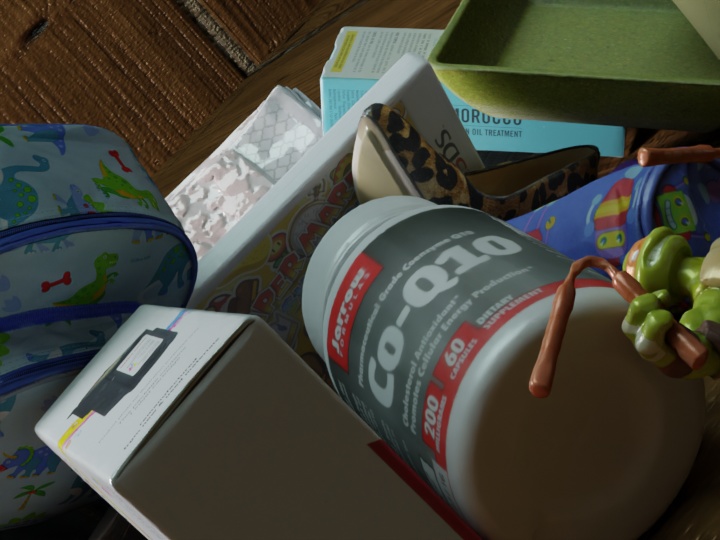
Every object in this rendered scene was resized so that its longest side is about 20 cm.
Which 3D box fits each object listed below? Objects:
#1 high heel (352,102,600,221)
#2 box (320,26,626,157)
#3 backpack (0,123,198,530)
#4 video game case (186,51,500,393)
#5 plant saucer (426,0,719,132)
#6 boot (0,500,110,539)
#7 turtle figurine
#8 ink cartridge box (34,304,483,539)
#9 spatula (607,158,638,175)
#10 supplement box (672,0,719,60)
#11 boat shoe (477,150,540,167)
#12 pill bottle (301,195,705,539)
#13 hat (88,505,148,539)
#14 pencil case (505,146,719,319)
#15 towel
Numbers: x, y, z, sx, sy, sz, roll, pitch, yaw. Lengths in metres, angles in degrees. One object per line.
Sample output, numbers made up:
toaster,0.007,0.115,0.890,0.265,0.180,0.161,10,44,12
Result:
high heel,0.070,-0.066,0.935,0.071,0.200,0.143,28,71,38
box,0.078,-0.119,1.084,0.198,0.050,0.083,4,33,10
backpack,-0.173,0.033,0.840,0.182,0.147,0.201,-8,-41,-36
video game case,0.000,0.000,0.973,0.200,0.182,0.023,-45,47,-10
plant saucer,0.160,-0.143,1.019,0.198,0.048,0.200,5,34,17
boot,-0.188,0.207,0.937,0.200,0.069,0.176,-20,-45,-65
turtle figurine,0.154,0.011,0.582,0.160,0.065,0.200,6,27,31
ink cartridge box,-0.047,0.093,0.691,0.083,0.146,0.200,-49,14,-13
spatula,0.165,-0.029,0.877,0.056,0.021,0.200,-43,14,-4
supplement box,0.220,-0.175,0.774,0.134,0.200,0.200,-42,13,1
boat shoe,0.063,-0.057,1.148,0.200,0.074,0.067,-49,15,-20
pill bottle,0.051,0.037,0.717,0.114,0.114,0.200,-44,27,-6
hat,-0.083,0.149,0.892,0.201,0.081,0.201,-53,-12,-15
pencil case,0.115,0.000,0.812,0.199,0.086,0.079,-23,65,58
towel,-0.048,-0.004,1.087,0.191,0.200,0.032,-47,-25,-7
